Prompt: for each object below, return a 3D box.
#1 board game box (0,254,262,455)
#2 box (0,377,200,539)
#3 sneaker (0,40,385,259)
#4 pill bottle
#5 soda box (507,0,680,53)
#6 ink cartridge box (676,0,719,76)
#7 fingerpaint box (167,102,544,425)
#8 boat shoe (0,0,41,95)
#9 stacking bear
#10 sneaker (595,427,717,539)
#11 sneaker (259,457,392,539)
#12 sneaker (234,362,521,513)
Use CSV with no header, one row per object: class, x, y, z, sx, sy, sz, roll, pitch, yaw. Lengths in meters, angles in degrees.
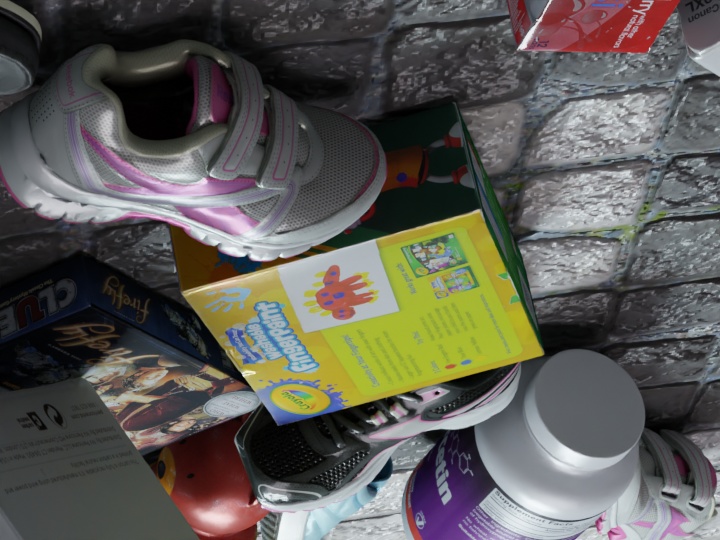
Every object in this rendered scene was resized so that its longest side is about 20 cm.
board game box,-0.159,0.059,1.548,0.135,0.035,0.200,-23,152,23
box,-0.183,0.178,1.423,0.131,0.200,0.199,-39,170,15
sneaker,-0.071,-0.062,1.270,0.200,0.081,0.088,4,152,-29
pill bottle,0.109,0.129,1.706,0.112,0.112,0.200,1,151,-23
soda box,0.126,-0.175,1.156,0.070,0.063,0.200,-1,153,-18
ink cartridge box,0.259,-0.135,1.265,0.145,0.083,0.200,-27,149,30
fingerpaint box,0.000,0.000,1.448,0.167,0.073,0.200,-16,153,8
boat shoe,-0.236,-0.098,1.175,0.201,0.063,0.074,6,147,-33
stacking bear,-0.119,0.168,1.708,0.114,0.121,0.200,13,137,-26
sneaker,0.201,0.142,1.818,0.088,0.081,0.200,-19,160,7
sneaker,-0.021,0.148,1.739,0.082,0.074,0.200,-2,154,-12
sneaker,0.014,0.070,1.564,0.200,0.080,0.086,-29,163,-24
